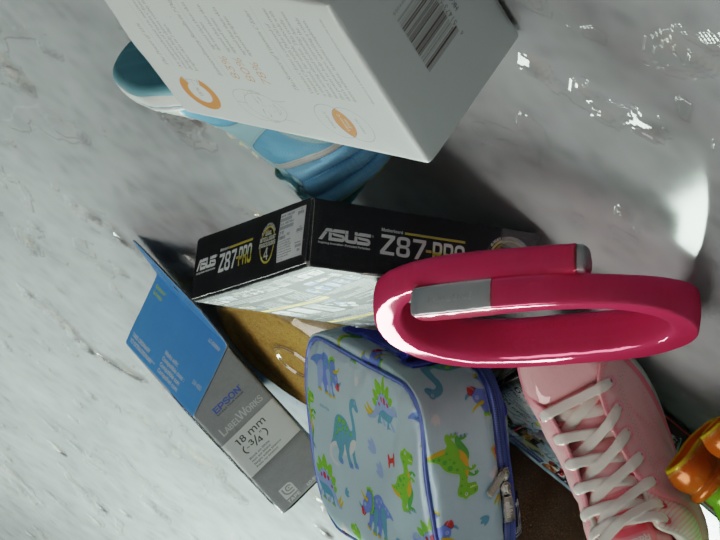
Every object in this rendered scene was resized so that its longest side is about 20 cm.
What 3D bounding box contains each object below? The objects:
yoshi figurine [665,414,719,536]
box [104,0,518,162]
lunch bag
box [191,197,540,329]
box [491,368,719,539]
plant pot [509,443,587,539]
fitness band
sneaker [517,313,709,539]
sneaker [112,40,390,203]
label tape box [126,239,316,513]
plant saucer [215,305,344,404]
[{"bbox_3d":[0.294,0.157,1.479,0.200,0.112,0.112,46,-167,5],"label":"yoshi figurine"},{"bbox_3d":[-0.034,-0.148,1.310,0.199,0.098,0.125,14,150,42],"label":"box"},{"bbox_3d":[0.034,0.119,1.670,0.200,0.082,0.162,23,124,62],"label":"lunch bag"},{"bbox_3d":[0.000,0.000,1.531,0.160,0.050,0.200,11,168,-22],"label":"box"},{"bbox_3d":[0.177,0.127,1.638,0.200,0.040,0.137,39,158,-6],"label":"box"},{"bbox_3d":[0.096,0.237,1.767,0.186,0.201,0.187,30,158,14],"label":"plant pot"},{"bbox_3d":[0.103,0.023,1.423,0.198,0.038,0.144,-4,163,23],"label":"fitness band"},{"bbox_3d":[0.163,0.126,1.518,0.201,0.075,0.105,59,-163,-13],"label":"sneaker"},{"bbox_3d":[-0.063,-0.092,1.496,0.199,0.080,0.131,14,148,46],"label":"sneaker"},{"bbox_3d":[-0.123,0.086,1.913,0.200,0.063,0.144,51,174,-36],"label":"label tape box"},{"bbox_3d":[-0.041,0.059,1.833,0.199,0.036,0.201,31,158,14],"label":"plant saucer"}]
